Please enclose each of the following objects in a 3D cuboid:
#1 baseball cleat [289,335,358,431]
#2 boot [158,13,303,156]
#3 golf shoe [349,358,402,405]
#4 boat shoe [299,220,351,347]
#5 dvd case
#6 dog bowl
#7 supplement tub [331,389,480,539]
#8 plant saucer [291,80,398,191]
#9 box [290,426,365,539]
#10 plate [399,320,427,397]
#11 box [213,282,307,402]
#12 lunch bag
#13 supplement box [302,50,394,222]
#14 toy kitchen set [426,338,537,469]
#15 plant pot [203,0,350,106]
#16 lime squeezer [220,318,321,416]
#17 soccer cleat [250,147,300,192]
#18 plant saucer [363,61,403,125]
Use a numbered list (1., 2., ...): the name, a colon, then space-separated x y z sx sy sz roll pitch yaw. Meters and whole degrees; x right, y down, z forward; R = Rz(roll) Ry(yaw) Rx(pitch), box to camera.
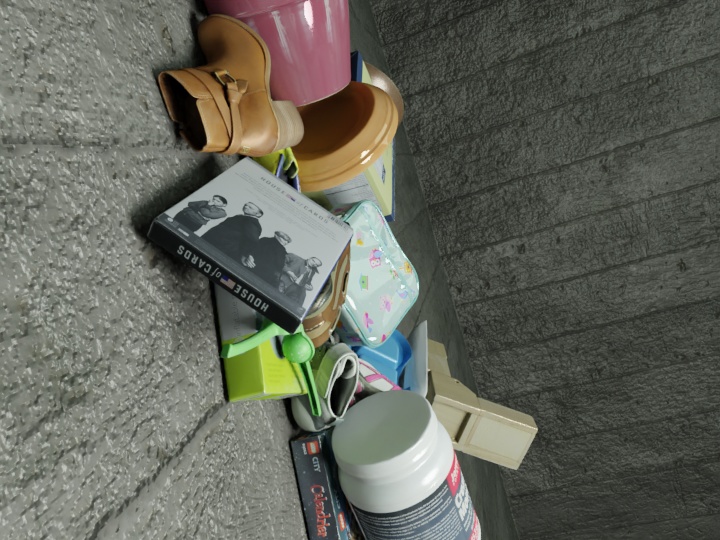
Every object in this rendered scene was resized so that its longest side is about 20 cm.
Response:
1. baseball cleat: -0.047 0.085 0.703 0.069 0.106 0.203 7 65 -44
2. boot: -0.162 -0.212 0.646 0.201 0.074 0.154 53 36 11
3. golf shoe: 0.021 0.166 0.789 0.199 0.073 0.092 35 23 -4
4. boat shoe: -0.049 0.012 0.679 0.201 0.074 0.075 -72 153 -56
5. dvd case: -0.092 -0.037 0.572 0.149 0.025 0.200 34 28 -4
6. dog bowl: 0.021 0.153 0.925 0.110 0.050 0.201 26 28 -8
7. supplement tub: 0.055 0.261 0.696 0.141 0.138 0.202 -76 148 -63
8. plant saucer: -0.046 -0.196 0.811 0.038 0.197 0.202 56 23 -48
9. box: -0.025 0.294 0.716 0.136 0.037 0.203 18 58 -74
10. plate: 0.068 0.213 1.012 0.200 0.032 0.202 -81 -171 -60
11. box: -0.110 0.035 0.632 0.122 0.047 0.203 33 45 -71
12. lunch bag: 0.000 0.000 0.874 0.161 0.077 0.201 -46 119 -30
13. supplement box: -0.033 -0.205 0.971 0.200 0.132 0.202 57 29 -51
14. toy kitchen set: 0.164 0.254 1.003 0.200 0.178 0.165 -87 -163 -71
15. plant pot: -0.094 -0.328 0.783 0.201 0.197 0.181 -83 161 -57
16. lime squeezer: -0.069 0.083 0.573 0.200 0.037 0.072 56 25 -57
17. soccer cleat: -0.106 -0.145 0.737 0.064 0.083 0.203 -3 78 -42
18. plant saucer: -0.020 -0.299 1.070 0.201 0.198 0.037 58 42 -51
